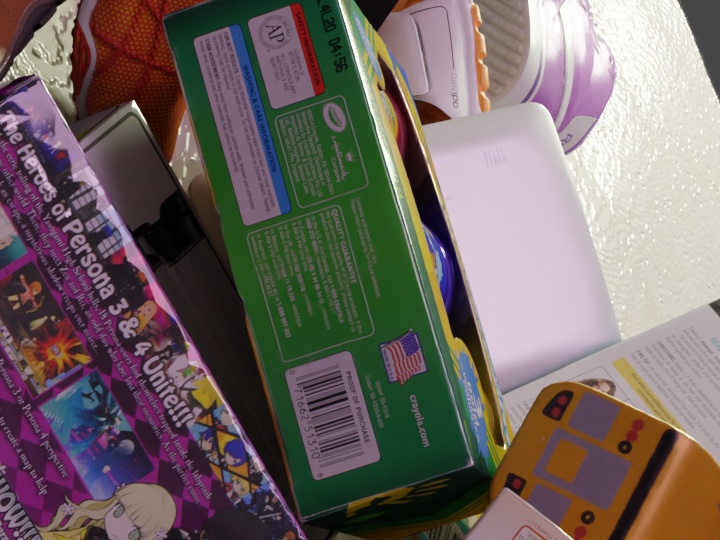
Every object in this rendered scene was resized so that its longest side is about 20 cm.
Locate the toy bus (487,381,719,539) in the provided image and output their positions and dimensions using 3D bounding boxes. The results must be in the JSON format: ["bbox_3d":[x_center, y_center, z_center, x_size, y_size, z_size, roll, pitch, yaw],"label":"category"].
[{"bbox_3d":[0.115,0.114,0.938,0.065,0.078,0.200,-61,156,-12],"label":"toy bus"}]

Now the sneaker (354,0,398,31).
[{"bbox_3d":[-0.028,-0.167,1.110,0.201,0.108,0.067,-48,151,-16],"label":"sneaker"}]

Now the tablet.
[{"bbox_3d":[0.024,0.001,1.051,0.199,0.014,0.131,-14,84,-30],"label":"tablet"}]

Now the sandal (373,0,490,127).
[{"bbox_3d":[0.024,-0.067,1.115,0.059,0.079,0.208,3,65,-32],"label":"sandal"}]

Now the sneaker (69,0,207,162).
[{"bbox_3d":[-0.070,-0.115,0.941,0.073,0.077,0.201,-59,167,-57],"label":"sneaker"}]

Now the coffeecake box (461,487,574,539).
[{"bbox_3d":[0.013,0.198,0.847,0.073,0.154,0.200,36,69,12],"label":"coffeecake box"}]

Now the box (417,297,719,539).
[{"bbox_3d":[0.121,0.083,1.066,0.199,0.049,0.082,-21,56,-25],"label":"box"}]

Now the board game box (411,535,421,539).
[{"bbox_3d":[0.011,0.055,1.091,0.200,0.030,0.096,45,43,-28],"label":"board game box"}]

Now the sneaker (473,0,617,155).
[{"bbox_3d":[0.098,-0.159,1.277,0.114,0.072,0.201,28,63,-49],"label":"sneaker"}]

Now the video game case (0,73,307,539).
[{"bbox_3d":[-0.139,0.064,0.794,0.181,0.036,0.201,-34,105,-17],"label":"video game case"}]

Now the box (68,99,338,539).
[{"bbox_3d":[-0.091,0.048,0.925,0.201,0.060,0.117,62,36,-13],"label":"box"}]

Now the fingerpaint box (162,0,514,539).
[{"bbox_3d":[0.000,0.000,0.924,0.167,0.073,0.201,42,31,-75],"label":"fingerpaint box"}]

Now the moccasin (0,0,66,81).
[{"bbox_3d":[-0.166,-0.098,0.882,0.078,0.074,0.202,48,42,-17],"label":"moccasin"}]
